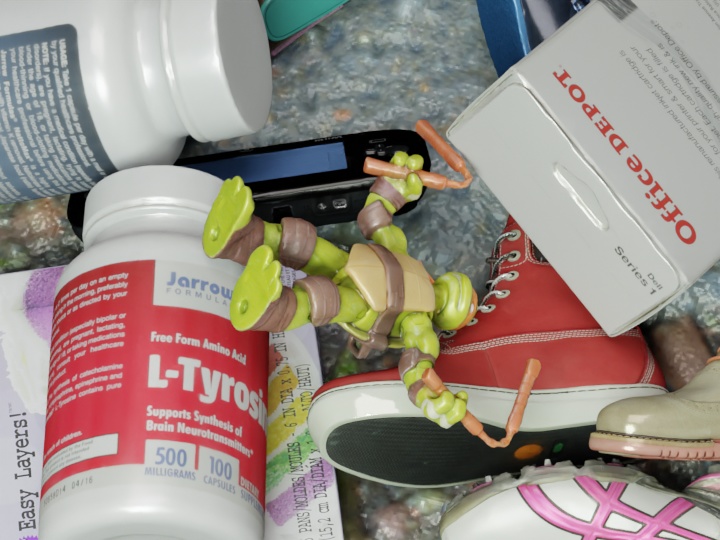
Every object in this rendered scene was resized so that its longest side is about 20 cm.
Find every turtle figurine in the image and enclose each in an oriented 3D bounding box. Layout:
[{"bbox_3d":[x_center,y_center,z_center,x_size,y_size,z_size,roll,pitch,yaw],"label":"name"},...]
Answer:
[{"bbox_3d":[0.000,0.000,1.463,0.160,0.064,0.201,13,52,-34],"label":"turtle figurine"}]

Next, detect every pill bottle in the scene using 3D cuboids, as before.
[{"bbox_3d":[-0.154,-0.101,1.546,0.199,0.120,0.120,-8,59,16],"label":"pill bottle"},{"bbox_3d":[-0.101,0.055,1.463,0.111,0.112,0.201,-1,61,2],"label":"pill bottle"}]

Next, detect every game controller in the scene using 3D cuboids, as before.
[{"bbox_3d":[-0.061,-0.047,1.592,0.198,0.042,0.104,-8,25,-1],"label":"game controller"}]

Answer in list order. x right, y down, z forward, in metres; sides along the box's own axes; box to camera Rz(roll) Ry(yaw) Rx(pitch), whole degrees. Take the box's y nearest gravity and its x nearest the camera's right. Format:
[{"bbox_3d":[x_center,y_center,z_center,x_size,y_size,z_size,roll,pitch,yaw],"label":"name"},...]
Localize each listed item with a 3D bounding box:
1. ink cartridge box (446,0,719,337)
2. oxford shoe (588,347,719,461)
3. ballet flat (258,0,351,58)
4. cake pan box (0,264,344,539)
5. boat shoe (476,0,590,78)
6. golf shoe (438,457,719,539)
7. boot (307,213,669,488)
[{"bbox_3d":[0.163,-0.082,1.546,0.200,0.084,0.146,-39,90,-35],"label":"ink cartridge box"},{"bbox_3d":[0.197,0.053,1.493,0.199,0.071,0.074,-11,98,-34],"label":"oxford shoe"},{"bbox_3d":[-0.076,-0.146,1.665,0.200,0.069,0.071,-39,48,-20],"label":"ballet flat"},{"bbox_3d":[-0.106,0.086,1.538,0.183,0.052,0.201,-8,61,1],"label":"cake pan box"},{"bbox_3d":[0.117,-0.116,1.637,0.068,0.084,0.201,-15,77,-14],"label":"boat shoe"},{"bbox_3d":[0.139,0.147,1.479,0.198,0.073,0.093,1,62,3],"label":"golf shoe"},{"bbox_3d":[0.057,0.034,1.537,0.199,0.073,0.145,-2,58,-20],"label":"boot"}]
